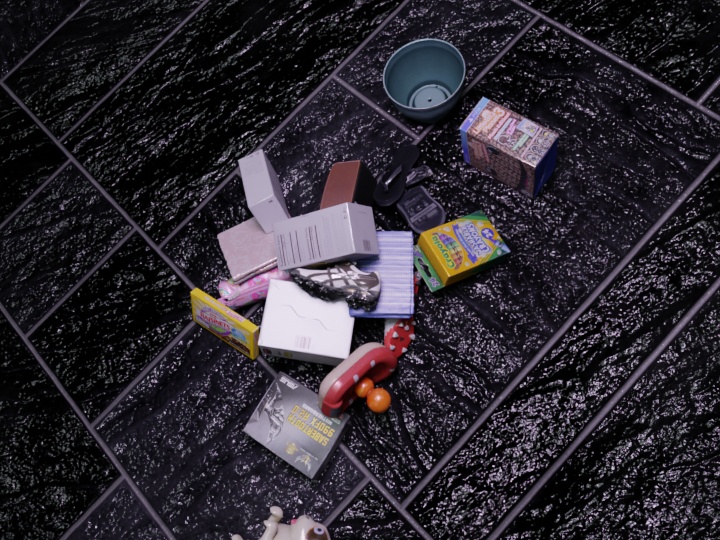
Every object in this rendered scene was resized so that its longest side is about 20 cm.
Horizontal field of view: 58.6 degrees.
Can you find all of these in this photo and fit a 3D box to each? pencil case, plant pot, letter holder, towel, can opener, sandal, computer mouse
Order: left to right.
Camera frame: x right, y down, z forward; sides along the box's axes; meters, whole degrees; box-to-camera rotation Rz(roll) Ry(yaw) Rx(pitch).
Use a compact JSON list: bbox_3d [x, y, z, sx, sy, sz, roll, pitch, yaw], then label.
[{"bbox_3d":[-0.246,0.035,1.553,0.200,0.087,0.088,-19,67,3],"label":"pencil case"},{"bbox_3d":[-0.244,-0.066,1.571,0.191,0.032,0.200,-26,43,-4],"label":"towel"},{"bbox_3d":[-0.057,-0.152,1.552,0.142,0.101,0.200,0,66,27],"label":"letter holder"},{"bbox_3d":[0.047,0.008,1.425,0.144,0.024,0.200,0,70,6],"label":"towel"},{"bbox_3d":[0.080,-0.239,1.571,0.076,0.043,0.200,2,54,36],"label":"sandal"},{"bbox_3d":[0.097,-0.019,1.513,0.200,0.079,0.064,14,112,21],"label":"can opener"},{"bbox_3d":[0.146,-0.153,1.550,0.138,0.053,0.200,-30,54,4],"label":"computer mouse"},{"bbox_3d":[0.167,-0.453,1.604,0.200,0.134,0.201,-5,69,12],"label":"plant pot"}]

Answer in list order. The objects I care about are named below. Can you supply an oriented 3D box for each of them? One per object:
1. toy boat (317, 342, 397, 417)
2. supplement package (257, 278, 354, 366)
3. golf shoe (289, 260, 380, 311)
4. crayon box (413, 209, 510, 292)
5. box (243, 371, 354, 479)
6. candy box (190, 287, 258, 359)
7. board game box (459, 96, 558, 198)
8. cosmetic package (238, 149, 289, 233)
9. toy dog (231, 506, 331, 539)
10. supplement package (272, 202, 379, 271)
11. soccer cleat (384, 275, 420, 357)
[{"bbox_3d":[0.011,0.251,1.371,0.131,0.131,0.200,39,56,21],"label":"toy boat"},{"bbox_3d":[-0.116,0.121,1.452,0.200,0.111,0.156,9,72,0],"label":"supplement package"},{"bbox_3d":[-0.051,0.019,1.390,0.200,0.078,0.095,17,66,8],"label":"golf shoe"},{"bbox_3d":[0.220,-0.046,1.452,0.200,0.052,0.126,-22,65,-18],"label":"crayon box"},{"bbox_3d":[-0.139,0.345,1.436,0.200,0.048,0.159,29,79,21],"label":"box"},{"bbox_3d":[-0.325,0.127,1.534,0.200,0.102,0.026,29,44,21],"label":"candy box"},{"bbox_3d":[0.344,-0.282,1.486,0.200,0.159,0.097,34,81,23],"label":"board game box"},{"bbox_3d":[-0.240,-0.199,1.596,0.071,0.102,0.200,-24,45,4],"label":"cosmetic package"},{"bbox_3d":[-0.155,0.584,1.309,0.200,0.140,0.194,-30,80,2],"label":"toy dog"},{"bbox_3d":[-0.077,-0.069,1.403,0.200,0.114,0.110,-13,83,30],"label":"supplement package"},{"bbox_3d":[0.084,0.101,1.467,0.085,0.069,0.200,8,88,56],"label":"soccer cleat"}]
